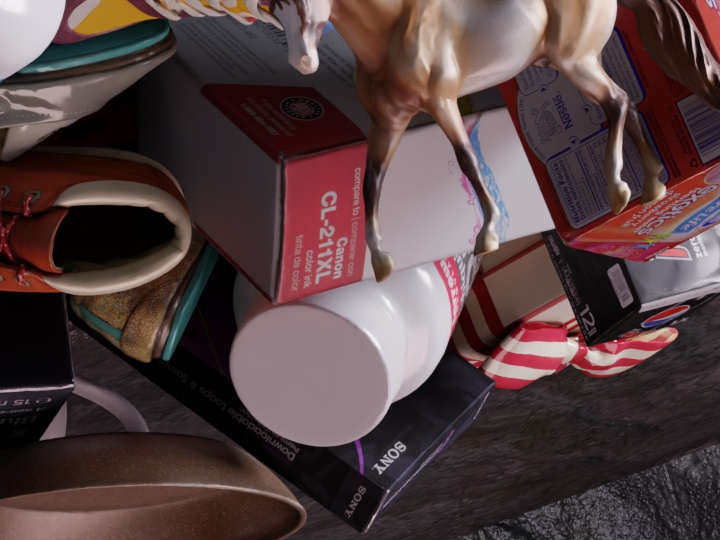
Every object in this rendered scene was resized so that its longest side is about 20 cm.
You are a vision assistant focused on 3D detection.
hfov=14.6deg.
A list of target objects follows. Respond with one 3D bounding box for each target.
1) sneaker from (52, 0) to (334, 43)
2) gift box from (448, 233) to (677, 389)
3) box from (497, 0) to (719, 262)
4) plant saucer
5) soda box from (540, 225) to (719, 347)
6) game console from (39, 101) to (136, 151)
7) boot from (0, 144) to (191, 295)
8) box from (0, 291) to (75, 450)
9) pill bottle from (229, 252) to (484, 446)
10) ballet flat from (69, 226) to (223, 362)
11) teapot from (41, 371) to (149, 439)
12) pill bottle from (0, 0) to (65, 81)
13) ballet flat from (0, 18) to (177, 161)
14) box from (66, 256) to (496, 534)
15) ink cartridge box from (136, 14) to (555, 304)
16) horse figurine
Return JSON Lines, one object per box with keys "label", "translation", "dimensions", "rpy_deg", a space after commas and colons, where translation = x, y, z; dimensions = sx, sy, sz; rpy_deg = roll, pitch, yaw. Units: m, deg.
{"label": "sneaker", "translation": [-0.054, -0.129, 1.161], "dimensions": [0.200, 0.090, 0.075], "rpy_deg": [-29, 164, 22]}
{"label": "gift box", "translation": [0.082, -0.020, 1.599], "dimensions": [0.184, 0.187, 0.200], "rpy_deg": [-7, 159, -48]}
{"label": "box", "translation": [0.112, -0.115, 1.241], "dimensions": [0.100, 0.201, 0.095], "rpy_deg": [-28, 162, 23]}
{"label": "plant saucer", "translation": [-0.127, 0.115, 1.408], "dimensions": [0.200, 0.037, 0.200], "rpy_deg": [-4, 164, -1]}
{"label": "soda box", "translation": [0.119, -0.068, 1.438], "dimensions": [0.071, 0.201, 0.063], "rpy_deg": [-15, 166, -28]}
{"label": "game console", "translation": [-0.179, -0.037, 1.458], "dimensions": [0.200, 0.031, 0.177], "rpy_deg": [-7, 159, -47]}
{"label": "boot", "translation": [-0.171, -0.023, 1.249], "dimensions": [0.199, 0.075, 0.107], "rpy_deg": [-2, -169, -12]}
{"label": "box", "translation": [-0.258, 0.041, 1.376], "dimensions": [0.196, 0.118, 0.200], "rpy_deg": [-3, 161, -20]}
{"label": "pill bottle", "translation": [0.000, 0.000, 1.411], "dimensions": [0.111, 0.111, 0.200], "rpy_deg": [-30, -161, 30]}
{"label": "ballet flat", "translation": [-0.089, -0.027, 1.399], "dimensions": [0.071, 0.071, 0.200], "rpy_deg": [-31, -163, 34]}
{"label": "teapot", "translation": [-0.255, 0.120, 1.704], "dimensions": [0.200, 0.146, 0.197], "rpy_deg": [-27, 166, 16]}
{"label": "pill bottle", "translation": [-0.185, -0.101, 1.024], "dimensions": [0.200, 0.111, 0.111], "rpy_deg": [-29, 165, 25]}
{"label": "ballet flat", "translation": [-0.175, -0.075, 1.222], "dimensions": [0.199, 0.067, 0.064], "rpy_deg": [-10, 125, -28]}
{"label": "box", "translation": [-0.041, 0.039, 1.462], "dimensions": [0.036, 0.200, 0.143], "rpy_deg": [-59, 170, 33]}
{"label": "ink cartridge box", "translation": [0.013, -0.072, 1.342], "dimensions": [0.199, 0.146, 0.083], "rpy_deg": [-14, 125, -27]}
{"label": "horse figurine", "translation": [0.060, -0.078, 1.133], "dimensions": [0.199, 0.133, 0.050], "rpy_deg": [-15, 180, -21]}
